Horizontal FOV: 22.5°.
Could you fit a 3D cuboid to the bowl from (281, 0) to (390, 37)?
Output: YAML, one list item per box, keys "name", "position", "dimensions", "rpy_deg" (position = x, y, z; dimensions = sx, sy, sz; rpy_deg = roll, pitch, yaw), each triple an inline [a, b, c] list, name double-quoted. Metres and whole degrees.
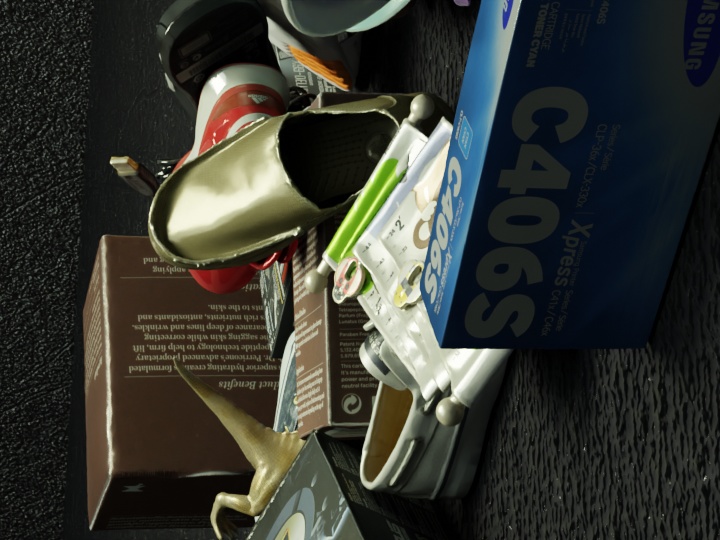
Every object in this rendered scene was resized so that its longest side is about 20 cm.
- name: "bowl"
  position: [-0.002, -0.218, 0.850]
  dimensions: [0.090, 0.201, 0.202]
  rpy_deg: [38, 144, 15]

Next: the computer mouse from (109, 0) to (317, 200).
- name: "computer mouse"
  position: [-0.114, -0.119, 1.179]
  dimensions: [0.046, 0.140, 0.200]
  rpy_deg: [57, -179, 23]

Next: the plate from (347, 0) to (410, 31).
- name: "plate"
  position: [0.012, -0.236, 1.025]
  dimensions: [0.200, 0.025, 0.202]
  rpy_deg: [-33, 49, 49]

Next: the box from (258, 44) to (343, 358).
- name: "box"
  position: [-0.045, -0.061, 1.339]
  dimensions: [0.158, 0.049, 0.201]
  rpy_deg: [106, 159, -47]

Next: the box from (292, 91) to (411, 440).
- name: "box"
  position: [0.000, 0.000, 1.113]
  dimensions: [0.100, 0.074, 0.202]
  rpy_deg: [144, 124, -74]

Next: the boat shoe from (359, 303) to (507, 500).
- name: "boat shoe"
  position: [0.035, 0.041, 0.968]
  dimensions: [0.071, 0.069, 0.201]
  rpy_deg: [-107, 22, -50]

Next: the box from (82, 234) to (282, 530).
- name: "box"
  position: [-0.136, 0.093, 1.467]
  dimensions: [0.164, 0.164, 0.202]
  rpy_deg: [123, 146, -63]

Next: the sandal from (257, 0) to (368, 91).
- name: "sandal"
  position: [-0.027, -0.174, 1.203]
  dimensions: [0.059, 0.079, 0.207]
  rpy_deg: [-56, -6, -3]

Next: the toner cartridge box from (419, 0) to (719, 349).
- name: "toner cartridge box"
  position: [0.088, -0.058, 0.710]
  dimensions: [0.043, 0.094, 0.201]
  rpy_deg: [-109, 23, -50]

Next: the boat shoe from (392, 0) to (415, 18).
- name: "boat shoe"
  position: [-0.010, -0.211, 1.157]
  dimensions: [0.203, 0.074, 0.076]
  rpy_deg: [-119, 27, -63]

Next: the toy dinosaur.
- name: "toy dinosaur"
  position: [-0.051, 0.135, 1.169]
  dimensions: [0.101, 0.200, 0.058]
  rpy_deg: [-52, -5, 35]

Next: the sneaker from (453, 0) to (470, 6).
- name: "sneaker"
  position: [0.072, -0.143, 0.789]
  dimensions: [0.200, 0.088, 0.081]
  rpy_deg: [-134, 48, -69]

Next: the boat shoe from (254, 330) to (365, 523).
- name: "boat shoe"
  position: [-0.027, 0.139, 1.220]
  dimensions: [0.091, 0.070, 0.202]
  rpy_deg: [-129, 41, -65]

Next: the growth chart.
- name: "growth chart"
  position: [0.043, -0.014, 0.903]
  dimensions: [0.146, 0.018, 0.200]
  rpy_deg: [-61, 31, 11]

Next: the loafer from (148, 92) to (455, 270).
- name: "loafer"
  position: [-0.042, -0.057, 1.035]
  dimensions: [0.067, 0.198, 0.077]
  rpy_deg: [15, -125, -69]

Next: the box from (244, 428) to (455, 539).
- name: "box"
  position: [-0.014, 0.212, 1.008]
  dimensions: [0.165, 0.086, 0.200]
  rpy_deg: [-58, 22, 12]

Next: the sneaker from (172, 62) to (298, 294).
- name: "sneaker"
  position: [-0.084, -0.026, 1.166]
  dimensions: [0.201, 0.077, 0.116]
  rpy_deg: [98, 169, -49]
